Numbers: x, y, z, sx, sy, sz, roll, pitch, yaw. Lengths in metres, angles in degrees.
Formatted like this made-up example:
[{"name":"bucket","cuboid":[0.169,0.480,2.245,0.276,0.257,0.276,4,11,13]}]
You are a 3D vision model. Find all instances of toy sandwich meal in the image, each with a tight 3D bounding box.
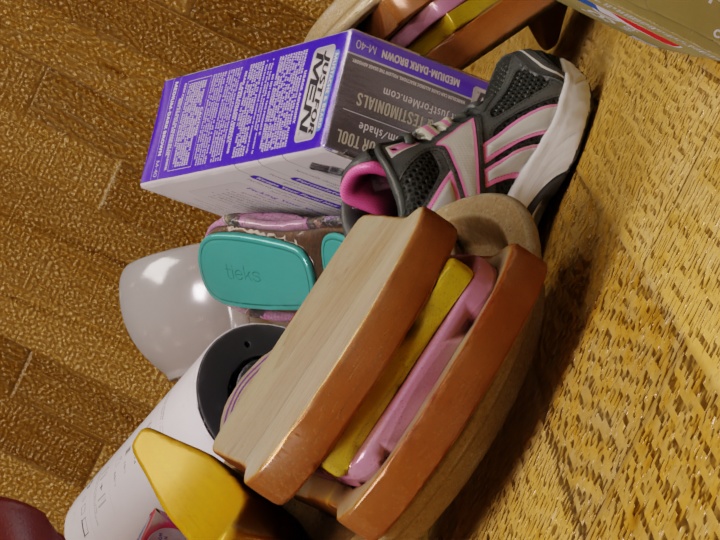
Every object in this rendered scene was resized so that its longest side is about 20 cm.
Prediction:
[{"name":"toy sandwich meal","cuboid":[0.056,-0.130,1.397,0.205,0.070,0.205,-35,-8,-5]},{"name":"toy sandwich meal","cuboid":[-0.011,0.040,0.998,0.205,0.070,0.206,-44,21,23]}]

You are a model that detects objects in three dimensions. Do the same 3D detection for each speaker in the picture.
[{"name":"speaker","cuboid":[-0.079,0.101,1.364,0.200,0.081,0.081,-48,16,54]}]

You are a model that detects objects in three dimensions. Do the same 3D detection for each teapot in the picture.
[{"name":"teapot","cuboid":[-0.126,0.053,2.567,0.200,0.197,0.147,-1,-102,-54]}]

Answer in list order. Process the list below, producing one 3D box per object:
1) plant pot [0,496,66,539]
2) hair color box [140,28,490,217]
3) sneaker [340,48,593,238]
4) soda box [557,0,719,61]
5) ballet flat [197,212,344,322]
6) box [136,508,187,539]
[{"name":"plant pot","cuboid":[-0.185,0.213,1.191,0.201,0.200,0.196,120,142,-53]},{"name":"hair color box","cuboid":[-0.014,-0.061,1.354,0.200,0.109,0.065,-4,70,60]},{"name":"sneaker","cuboid":[0.038,-0.036,1.169,0.080,0.086,0.200,-59,5,39]},{"name":"soda box","cuboid":[0.102,-0.116,0.949,0.068,0.064,0.200,-64,4,5]},{"name":"ballet flat","cuboid":[0.000,0.000,1.330,0.200,0.071,0.070,12,117,53]},{"name":"box","cuboid":[-0.099,0.215,1.366,0.200,0.094,0.103,120,174,-56]}]
